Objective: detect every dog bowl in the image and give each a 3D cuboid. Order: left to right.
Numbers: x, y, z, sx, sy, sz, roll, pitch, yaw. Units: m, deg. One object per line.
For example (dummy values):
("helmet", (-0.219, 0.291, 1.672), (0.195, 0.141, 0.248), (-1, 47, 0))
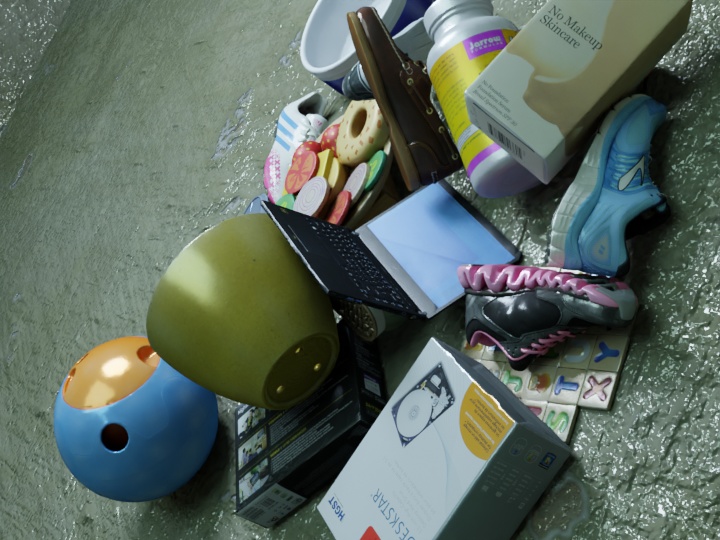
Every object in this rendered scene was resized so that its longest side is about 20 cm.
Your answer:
("dog bowl", (0.011, -0.338, 1.411), (0.199, 0.078, 0.202), (-32, 42, 34))

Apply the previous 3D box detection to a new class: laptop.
("laptop", (0.029, -0.041, 1.046), (0.104, 0.199, 0.177), (-60, 39, 17))

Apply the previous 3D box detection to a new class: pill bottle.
("pill bottle", (0.130, -0.183, 1.045), (0.104, 0.104, 0.202), (-32, 69, 34))

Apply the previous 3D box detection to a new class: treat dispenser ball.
("treat dispenser ball", (-0.275, 0.181, 1.267), (0.200, 0.200, 0.203), (-32, 42, 34))

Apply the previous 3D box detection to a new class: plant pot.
("plant pot", (-0.103, 0.062, 1.082), (0.142, 0.200, 0.201), (41, 99, 33))

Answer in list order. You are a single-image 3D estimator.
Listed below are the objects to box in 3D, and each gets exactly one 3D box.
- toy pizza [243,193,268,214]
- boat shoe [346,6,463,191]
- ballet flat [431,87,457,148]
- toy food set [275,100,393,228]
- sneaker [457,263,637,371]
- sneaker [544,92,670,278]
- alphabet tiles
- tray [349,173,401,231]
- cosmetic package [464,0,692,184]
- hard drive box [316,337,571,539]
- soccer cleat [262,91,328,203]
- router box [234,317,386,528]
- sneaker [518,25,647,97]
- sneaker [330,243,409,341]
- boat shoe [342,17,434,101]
("toy pizza", (-0.154, -0.004, 1.373), (0.200, 0.031, 0.202), (-160, 90, -74))
("boat shoe", (0.048, -0.189, 1.098), (0.070, 0.202, 0.070), (-23, 10, 0))
("ballet flat", (0.115, -0.191, 1.170), (0.071, 0.070, 0.201), (-40, 41, 26))
("toy food set", (-0.032, -0.119, 1.259), (0.199, 0.048, 0.200), (-18, 51, 45))
("sneaker", (0.163, 0.045, 0.923), (0.199, 0.078, 0.097), (7, 91, 55))
("sneaker", (0.238, -0.070, 0.925), (0.089, 0.079, 0.201), (23, 65, 15))
("alphabet tiles", (0.164, 0.072, 0.954), (0.199, 0.006, 0.168), (0, 65, 53))
("tray", (-0.035, -0.046, 1.281), (0.200, 0.037, 0.099), (-44, 36, 20))
("cosmetic package", (0.198, -0.191, 0.941), (0.105, 0.071, 0.200), (40, 86, 17))
("hard drive box", (0.069, 0.188, 0.919), (0.201, 0.076, 0.156), (-57, 34, 7))
("soccer cleat", (-0.083, -0.165, 1.404), (0.086, 0.070, 0.202), (-32, 42, 35))
("router box", (-0.058, 0.166, 1.130), (0.200, 0.051, 0.150), (-40, 36, 26))
("sneaker", (0.204, -0.198, 1.056), (0.199, 0.077, 0.083), (22, 88, 57))
("sneaker", (0.000, 0.000, 1.145), (0.089, 0.068, 0.200), (-21, 41, -23))
("boat shoe", (0.048, -0.250, 1.219), (0.070, 0.073, 0.199), (-16, 8, 43))
